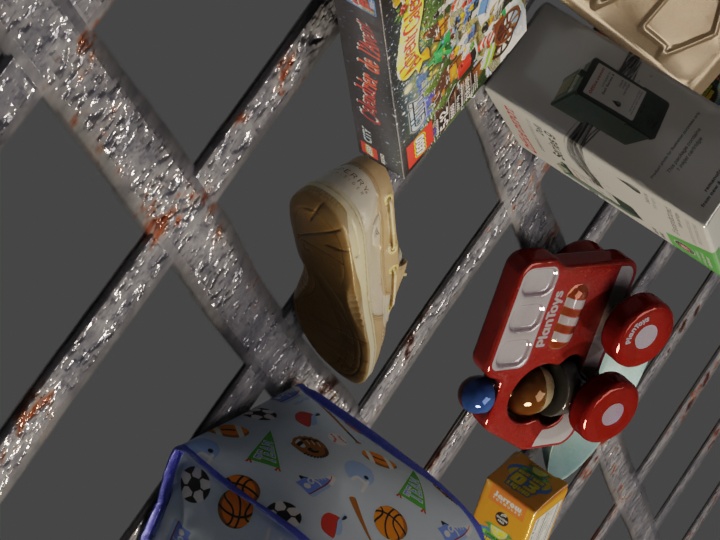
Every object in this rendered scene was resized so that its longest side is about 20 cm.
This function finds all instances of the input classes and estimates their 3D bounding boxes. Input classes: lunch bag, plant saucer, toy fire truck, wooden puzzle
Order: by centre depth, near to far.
[{"bbox_3d":[-0.024,0.191,1.619,0.170,0.200,0.124,-28,144,-55],"label":"lunch bag"},{"bbox_3d":[0.239,-0.242,1.710,0.200,0.046,0.185,31,107,-36],"label":"wooden puzzle"},{"bbox_3d":[0.161,0.067,2.044,0.168,0.112,0.200,-2,124,-38],"label":"toy fire truck"},{"bbox_3d":[0.227,0.114,2.332,0.201,0.039,0.201,-48,157,-28],"label":"plant saucer"}]

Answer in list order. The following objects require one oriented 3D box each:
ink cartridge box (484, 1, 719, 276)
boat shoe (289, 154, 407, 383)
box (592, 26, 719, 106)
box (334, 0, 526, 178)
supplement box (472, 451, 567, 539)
[{"bbox_3d":[0.203,-0.096,1.746,0.084,0.200,0.146,-54,159,-4],"label":"ink cartridge box"},{"bbox_3d":[0.000,0.000,1.586,0.069,0.074,0.200,-42,154,-25],"label":"boat shoe"},{"bbox_3d":[0.281,-0.210,1.855,0.200,0.137,0.040,-55,160,-11],"label":"box"},{"bbox_3d":[0.045,-0.161,1.417,0.137,0.038,0.200,-51,159,-19],"label":"box"},{"bbox_3d":[0.137,0.278,2.315,0.069,0.066,0.200,-29,144,-48],"label":"supplement box"}]
